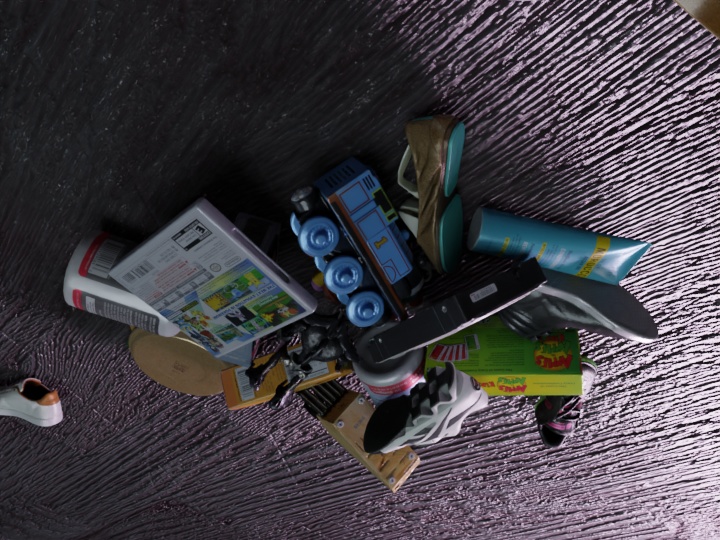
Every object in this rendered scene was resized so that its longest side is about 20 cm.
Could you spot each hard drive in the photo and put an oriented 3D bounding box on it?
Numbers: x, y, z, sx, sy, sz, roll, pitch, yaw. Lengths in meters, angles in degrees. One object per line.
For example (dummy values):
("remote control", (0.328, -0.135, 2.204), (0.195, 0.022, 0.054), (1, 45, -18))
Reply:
("hard drive", (0.108, 0.053, 0.716), (0.200, 0.139, 0.038), (-35, 79, 55))

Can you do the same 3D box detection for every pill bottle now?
("pill bottle", (-0.291, 0.026, 0.832), (0.198, 0.111, 0.111), (19, 137, -6))
("pill bottle", (0.069, 0.176, 0.897), (0.108, 0.109, 0.201), (-9, 133, 22))

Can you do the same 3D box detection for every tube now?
("tube", (0.226, -0.028, 0.697), (0.198, 0.051, 0.078), (12, 146, -5))

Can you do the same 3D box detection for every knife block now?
("knife block", (-0.016, 0.245, 0.955), (0.200, 0.064, 0.175), (48, 162, -7))

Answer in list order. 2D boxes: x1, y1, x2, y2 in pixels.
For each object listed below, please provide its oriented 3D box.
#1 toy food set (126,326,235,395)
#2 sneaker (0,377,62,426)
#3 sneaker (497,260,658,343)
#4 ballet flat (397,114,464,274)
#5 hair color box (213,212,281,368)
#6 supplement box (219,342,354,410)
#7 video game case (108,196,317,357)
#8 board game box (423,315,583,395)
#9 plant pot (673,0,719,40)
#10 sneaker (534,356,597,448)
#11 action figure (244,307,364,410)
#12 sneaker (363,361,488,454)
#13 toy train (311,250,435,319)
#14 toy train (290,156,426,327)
("toy food set", (-0.294, 0.143, 0.999), (0.198, 0.049, 0.199), (19, 137, -7))
("sneaker", (-0.688, 0.247, 1.209), (0.198, 0.073, 0.086), (9, 107, 14))
("sneaker", (0.263, 0.055, 0.754), (0.198, 0.071, 0.100), (23, 137, -1))
("ballet flat", (0.076, -0.084, 0.666), (0.072, 0.068, 0.201), (18, 141, 25))
("hair color box", (-0.156, 0.032, 0.811), (0.060, 0.100, 0.201), (15, 137, 1))
("supplement box", (-0.113, 0.155, 0.917), (0.198, 0.069, 0.066), (-19, 168, 18))
("video game case", (-0.179, 0.020, 0.717), (0.199, 0.022, 0.182), (-26, 121, 36))
("board game box", (0.191, 0.112, 0.805), (0.198, 0.102, 0.048), (-4, 136, 18))
("plant pot", (0.300, -0.245, 0.371), (0.185, 0.187, 0.200), (31, 121, -18))
("sneaker", (0.300, 0.193, 0.874), (0.076, 0.084, 0.201), (3, 136, 11))
("action figure", (-0.069, 0.098, 0.798), (0.119, 0.102, 0.200), (39, 121, -16))
("sneaker", (0.085, 0.201, 0.793), (0.088, 0.075, 0.200), (31, 130, -24))
("toy train", (0.000, 0.000, 0.771), (0.198, 0.056, 0.151), (18, 137, -4))
("toy train", (0.002, -0.025, 0.689), (0.114, 0.087, 0.201), (-33, 117, 0))
